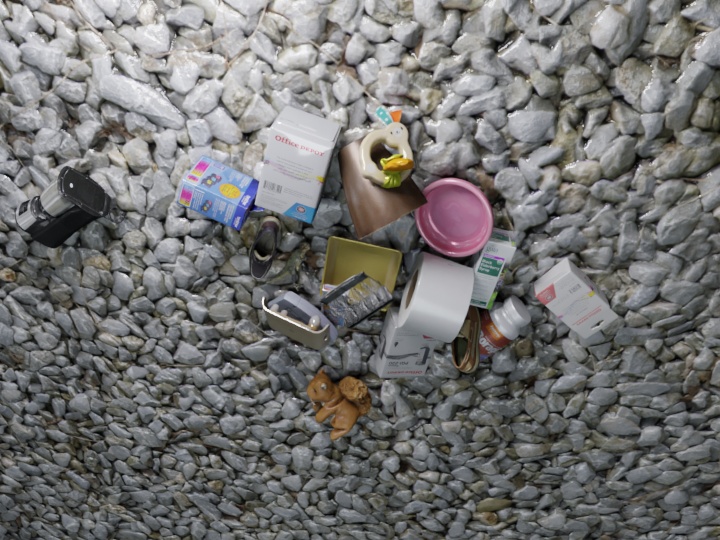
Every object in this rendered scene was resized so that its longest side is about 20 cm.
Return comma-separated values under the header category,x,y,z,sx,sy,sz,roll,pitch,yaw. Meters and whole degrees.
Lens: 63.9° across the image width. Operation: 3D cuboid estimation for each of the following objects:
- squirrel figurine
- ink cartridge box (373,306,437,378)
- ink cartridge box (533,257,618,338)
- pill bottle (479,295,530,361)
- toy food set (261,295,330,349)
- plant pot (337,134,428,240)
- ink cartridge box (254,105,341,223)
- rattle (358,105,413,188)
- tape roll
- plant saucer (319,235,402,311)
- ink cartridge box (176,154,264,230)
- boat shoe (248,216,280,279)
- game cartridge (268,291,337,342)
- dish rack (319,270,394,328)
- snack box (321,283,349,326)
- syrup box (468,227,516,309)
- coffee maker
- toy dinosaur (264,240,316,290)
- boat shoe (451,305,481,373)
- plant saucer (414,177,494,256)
category,x,y,z,sx,sy,sz,roll,pitch,yaw
squirrel figurine,-0.067,0.389,1.795,0.198,0.142,0.188,-28,106,9
ink cartridge box,0.130,0.205,1.629,0.143,0.085,0.202,1,128,-17
ink cartridge box,0.564,0.076,1.511,0.199,0.068,0.116,39,121,-15
pill bottle,0.358,0.158,1.569,0.112,0.113,0.200,38,121,-17
toy food set,-0.177,0.141,1.598,0.197,0.061,0.144,24,156,8
plant pot,0.032,-0.205,1.346,0.185,0.187,0.202,-26,94,23
ink cartridge box,-0.145,-0.249,1.351,0.144,0.147,0.202,18,125,-4
rattle,0.070,-0.291,1.231,0.128,0.203,0.143,16,164,6
tape roll,0.191,0.069,1.480,0.137,0.204,0.205,18,125,-4
plant saucer,0.000,0.000,1.556,0.196,0.049,0.203,12,124,0
ink cartridge box,-0.331,-0.187,1.426,0.197,0.137,0.077,25,127,-9
boat shoe,-0.263,-0.050,1.550,0.071,0.065,0.202,21,125,-8
game cartridge,-0.162,0.140,1.654,0.200,0.042,0.132,42,138,-19
dish rack,-0.011,0.074,1.471,0.152,0.055,0.200,-35,156,10
snack box,-0.072,0.099,1.595,0.071,0.025,0.201,12,151,1
syrup box,0.326,-0.007,1.482,0.077,0.082,0.202,12,126,-2
coffee maker,-0.770,-0.146,1.521,0.198,0.136,0.193,-27,117,24
toy dinosaur,-0.176,-0.001,1.584,0.088,0.048,0.200,44,120,-3
boat shoe,0.272,0.166,1.520,0.075,0.204,0.073,-16,160,40
plant saucer,0.231,-0.133,1.406,0.197,0.051,0.204,15,125,22
